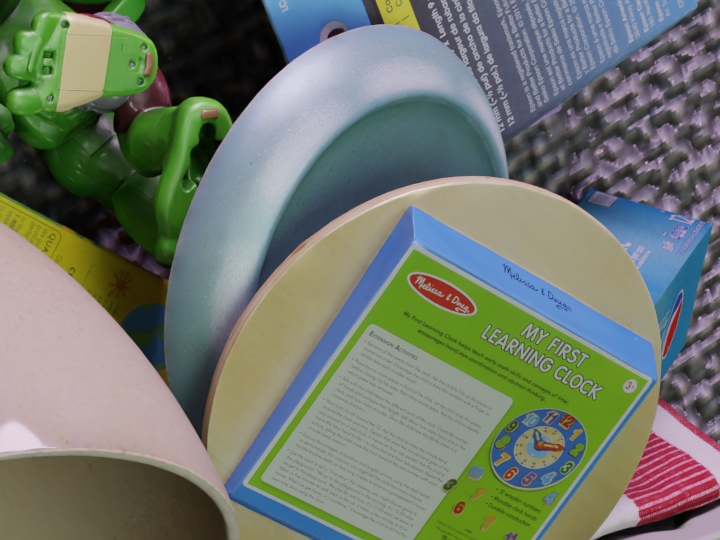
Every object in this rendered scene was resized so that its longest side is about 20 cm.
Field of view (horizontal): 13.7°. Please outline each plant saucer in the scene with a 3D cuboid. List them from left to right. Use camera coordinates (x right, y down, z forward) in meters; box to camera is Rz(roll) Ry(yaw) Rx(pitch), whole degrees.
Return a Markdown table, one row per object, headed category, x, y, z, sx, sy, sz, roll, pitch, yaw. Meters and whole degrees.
| category | x | y | z | sx | sy | sz | roll | pitch | yaw |
| --- | --- | --- | --- | --- | --- | --- | --- | --- | --- |
| plant saucer | 0.000 | 0.000 | 1.222 | 0.200 | 0.027 | 0.200 | -27 | 128 | -41 |

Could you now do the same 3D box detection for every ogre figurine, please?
| category | x | y | z | sx | sy | sz | roll | pitch | yaw |
| --- | --- | --- | --- | --- | --- | --- | --- | --- | --- |
| ogre figurine | -0.112 | -0.072 | 1.197 | 0.200 | 0.120 | 0.098 | 32 | 85 | -37 |

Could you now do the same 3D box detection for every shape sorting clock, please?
| category | x | y | z | sx | sy | sz | roll | pitch | yaw |
| --- | --- | --- | --- | --- | --- | --- | --- | --- | --- |
| shape sorting clock | 0.030 | 0.056 | 1.199 | 0.200 | 0.039 | 0.200 | -10 | 119 | -18 |

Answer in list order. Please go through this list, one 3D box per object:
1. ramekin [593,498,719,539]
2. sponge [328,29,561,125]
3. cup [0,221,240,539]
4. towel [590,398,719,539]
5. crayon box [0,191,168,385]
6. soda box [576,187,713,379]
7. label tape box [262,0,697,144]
| category | x | y | z | sx | sy | sz | roll | pitch | yaw |
| --- | --- | --- | --- | --- | --- | --- | --- | --- | --- |
| ramekin | 0.116 | 0.154 | 1.383 | 0.200 | 0.200 | 0.098 | -14 | 104 | -32 |
| sponge | 0.025 | -0.145 | 1.331 | 0.111 | 0.030 | 0.200 | -25 | 116 | -27 |
| cup | -0.158 | 0.061 | 1.104 | 0.200 | 0.143 | 0.200 | -13 | 149 | -8 |
| towel | 0.059 | 0.080 | 1.349 | 0.200 | 0.144 | 0.023 | -13 | 126 | -32 |
| crayon box | -0.140 | 0.045 | 1.253 | 0.200 | 0.051 | 0.127 | 30 | 85 | -37 |
| soda box | 0.102 | 0.027 | 1.343 | 0.200 | 0.064 | 0.068 | -43 | 147 | -65 |
| label tape box | 0.038 | -0.128 | 1.287 | 0.200 | 0.066 | 0.143 | -35 | 122 | -20 |
